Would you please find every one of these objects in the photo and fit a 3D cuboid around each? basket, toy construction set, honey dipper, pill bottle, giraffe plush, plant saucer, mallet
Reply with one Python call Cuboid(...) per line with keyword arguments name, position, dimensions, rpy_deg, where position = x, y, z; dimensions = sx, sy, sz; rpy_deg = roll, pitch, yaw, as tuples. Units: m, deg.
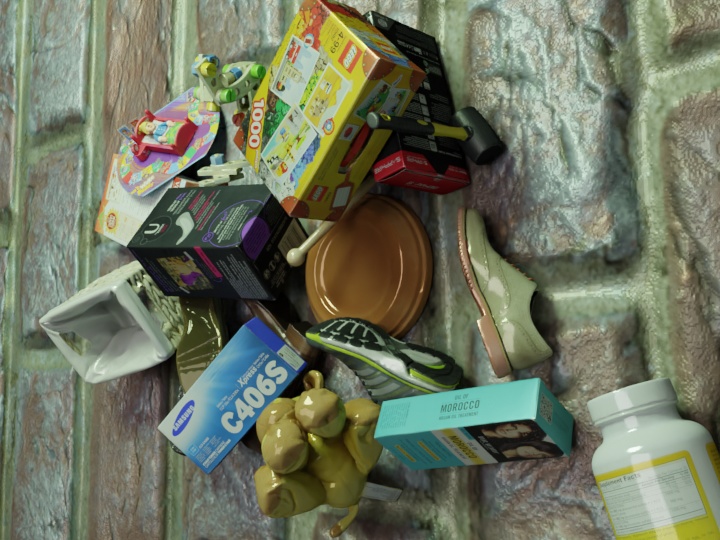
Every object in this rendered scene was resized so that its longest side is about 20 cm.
Cuboid(name="basket", position=(-0.353, 0.070, 1.247), dimensions=(0.200, 0.123, 0.136), rpy_deg=(-20, 111, 35))
Cuboid(name="toy construction set", position=(-0.169, -0.202, 1.136), dimensions=(0.092, 0.131, 0.200), rpy_deg=(27, 128, 31))
Cuboid(name="honey dipper", position=(-0.018, -0.081, 1.028), dimensions=(0.200, 0.038, 0.038), rpy_deg=(-44, 58, -1))
Cuboid(name="pill bottle", position=(0.280, 0.206, 0.760), dimensions=(0.112, 0.112, 0.200), rpy_deg=(-28, 68, 33))
Cuboid(name="giraffe plush", position=(-0.058, 0.204, 1.012), dimensions=(0.173, 0.200, 0.162), rpy_deg=(-49, 38, -2))
Cuboid(name="plant saucer", position=(0.000, 0.000, 1.054), dimensions=(0.200, 0.037, 0.200), rpy_deg=(-5, 81, 38))
Cuboid(name="mallet", position=(0.076, -0.161, 0.908), dimensions=(0.041, 0.200, 0.066), rpy_deg=(-47, 54, 33))

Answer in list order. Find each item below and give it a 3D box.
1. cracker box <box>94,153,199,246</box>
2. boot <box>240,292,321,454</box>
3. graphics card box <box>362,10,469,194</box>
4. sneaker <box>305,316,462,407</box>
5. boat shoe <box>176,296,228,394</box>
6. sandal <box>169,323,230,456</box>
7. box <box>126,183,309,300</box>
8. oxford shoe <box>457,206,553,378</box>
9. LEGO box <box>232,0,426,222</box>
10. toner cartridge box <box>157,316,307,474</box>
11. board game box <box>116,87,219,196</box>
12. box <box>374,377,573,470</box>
Cuboid(name="cracker box", position=(-0.331, -0.097, 1.316), dimensions=(0.200, 0.058, 0.134), rpy_deg=(23, 99, 39))
Cuboid(name="boot", position=(-0.148, 0.132, 1.149), dimensions=(0.186, 0.064, 0.200), rpy_deg=(42, 115, 36))
Cuboid(name="graphics card box", position=(0.055, -0.193, 0.973), dimensions=(0.051, 0.125, 0.200), rpy_deg=(-22, 73, 40))
Cuboid(name="sneaker", position=(0.018, 0.119, 0.986), dimensions=(0.200, 0.074, 0.081), rpy_deg=(23, 116, 23))
Cuboid(name="boat shoe", position=(-0.219, 0.094, 1.181), dimensions=(0.073, 0.063, 0.201), rpy_deg=(-18, 63, 12))
Cuboid(name="sandal", position=(-0.230, 0.170, 1.206), dimensions=(0.075, 0.045, 0.200), rpy_deg=(2, 71, 24))
Cuboid(name="box", position=(-0.191, -0.039, 1.124), dimensions=(0.200, 0.106, 0.122), rpy_deg=(2, 48, 32))
Cuboid(name="oxford shoe", position=(0.156, 0.016, 0.921), dimensions=(0.074, 0.071, 0.200), rpy_deg=(-17, 72, 10))
Cuboid(name="LEGO box", position=(-0.041, -0.179, 0.923), dimensions=(0.149, 0.077, 0.200), rpy_deg=(51, 122, 34))
Cuboid(name="toner cartridge box", position=(-0.168, 0.165, 1.085), dimensions=(0.095, 0.043, 0.200), rpy_deg=(42, 108, 4))
Cuboid(name="board game box", position=(-0.308, -0.207, 1.273), dimensions=(0.200, 0.039, 0.158), rpy_deg=(-31, 52, 14))
Cuboid(name="box", position=(0.120, 0.171, 0.900), dimensions=(0.200, 0.082, 0.049), rpy_deg=(-15, 43, 36))
